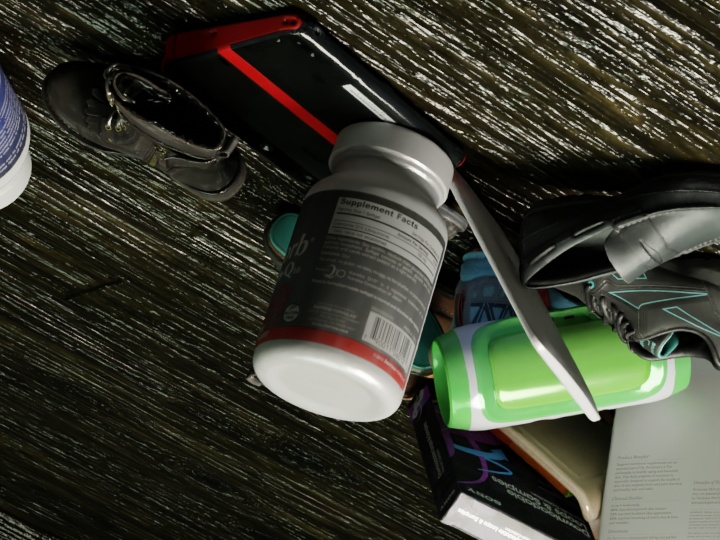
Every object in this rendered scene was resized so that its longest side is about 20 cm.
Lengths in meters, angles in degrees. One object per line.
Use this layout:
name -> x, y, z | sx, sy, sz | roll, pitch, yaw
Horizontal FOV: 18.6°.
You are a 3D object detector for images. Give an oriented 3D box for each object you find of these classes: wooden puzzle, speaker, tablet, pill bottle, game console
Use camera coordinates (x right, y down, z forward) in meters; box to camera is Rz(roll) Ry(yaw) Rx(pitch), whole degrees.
wooden puzzle -> 0.157, 0.133, 1.887 | 0.200, 0.037, 0.185 | 46, -159, 19
speaker -> 0.161, 0.075, 1.776 | 0.198, 0.089, 0.089 | -9, 161, -7
tablet -> 0.123, 0.015, 1.689 | 0.014, 0.201, 0.130 | -32, 140, 7
pill bottle -> 0.000, 0.000, 1.639 | 0.115, 0.201, 0.116 | 14, 156, 7
game console -> -0.039, -0.128, 1.681 | 0.176, 0.031, 0.200 | -8, 145, 45
pill bottle -> -0.342, -0.128, 1.857 | 0.110, 0.112, 0.200 | 16, 159, 15

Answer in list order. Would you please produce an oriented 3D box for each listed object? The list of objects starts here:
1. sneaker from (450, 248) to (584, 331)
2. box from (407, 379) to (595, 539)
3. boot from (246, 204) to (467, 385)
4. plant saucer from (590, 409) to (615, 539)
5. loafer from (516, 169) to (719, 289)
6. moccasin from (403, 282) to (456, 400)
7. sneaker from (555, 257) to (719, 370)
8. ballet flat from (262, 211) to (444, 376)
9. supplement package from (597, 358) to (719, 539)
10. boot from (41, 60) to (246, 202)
sneaker -> 0.148, 0.064, 1.866 | 0.199, 0.096, 0.079 | 33, 158, -27
box -> 0.118, 0.174, 1.812 | 0.142, 0.036, 0.200 | 28, -161, -18
boot -> -0.004, 0.025, 1.783 | 0.069, 0.175, 0.199 | 32, 158, -27
plant saucer -> 0.164, 0.161, 1.961 | 0.199, 0.201, 0.037 | 20, 143, 4
loafer -> 0.202, -0.024, 1.600 | 0.199, 0.071, 0.068 | -10, 144, 36
moccasin -> 0.063, 0.068, 1.984 | 0.073, 0.078, 0.201 | 25, 157, -8
sneaker -> 0.214, 0.021, 1.717 | 0.198, 0.080, 0.075 | 13, 159, 26
ballet flat -> -0.003, 0.023, 1.916 | 0.200, 0.068, 0.068 | 43, 161, 11
supplement package -> 0.299, 0.184, 1.827 | 0.151, 0.202, 0.151 | -5, 150, 29
boot -> -0.169, -0.126, 1.685 | 0.199, 0.070, 0.174 | 26, 172, 10
